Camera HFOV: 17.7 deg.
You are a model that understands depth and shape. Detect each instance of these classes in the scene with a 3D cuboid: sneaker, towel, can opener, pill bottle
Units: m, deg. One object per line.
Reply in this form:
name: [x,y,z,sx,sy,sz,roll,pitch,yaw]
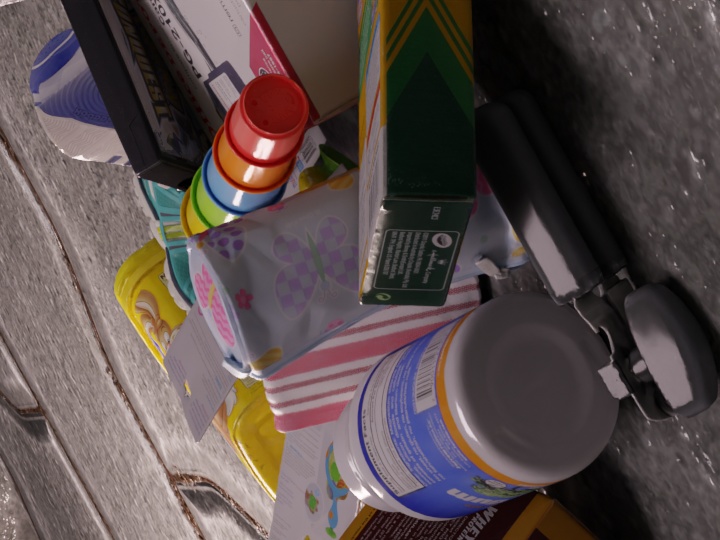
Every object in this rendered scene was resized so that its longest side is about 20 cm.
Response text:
sneaker: [-0.167,-0.135,1.613,0.199,0.080,0.116,28,-146,-57]
towel: [0.002,0.020,1.450,0.201,0.145,0.030,81,175,-46]
sneaker: [-0.120,-0.033,1.781,0.201,0.077,0.080,59,151,21]
can opener: [0.127,-0.009,1.241,0.066,0.053,0.201,-35,86,37]
pill bottle: [0.061,0.089,1.392,0.112,0.112,0.200,59,151,1]

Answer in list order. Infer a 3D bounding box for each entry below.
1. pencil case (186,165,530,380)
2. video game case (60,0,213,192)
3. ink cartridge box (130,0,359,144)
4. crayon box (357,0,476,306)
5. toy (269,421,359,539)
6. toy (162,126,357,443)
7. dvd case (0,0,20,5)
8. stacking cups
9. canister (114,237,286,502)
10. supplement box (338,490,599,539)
pencil case: [0.001,-0.012,1.318,0.083,0.199,0.091,-168,57,-74]
video game case: [-0.134,-0.140,1.538,0.201,0.025,0.181,66,-162,16]
ink cartridge box: [-0.061,-0.156,1.430,0.145,0.084,0.200,60,162,-5]
crayon box: [0.028,-0.098,1.239,0.126,0.051,0.201,102,168,-64]
toy: [-0.012,0.136,1.614,0.115,0.047,0.201,31,112,56]
toy: [-0.055,0.011,1.520,0.047,0.201,0.115,22,-163,-25]
dvd case: [-0.205,-0.262,1.557,0.200,0.145,0.022,89,163,-57]
stacking cups: [-0.063,-0.066,1.380,0.061,0.060,0.200,57,158,8]
canister: [-0.102,0.078,1.844,0.200,0.086,0.149,48,171,41]
supplement box: [0.063,0.241,1.479,0.133,0.198,0.200,42,168,-23]
